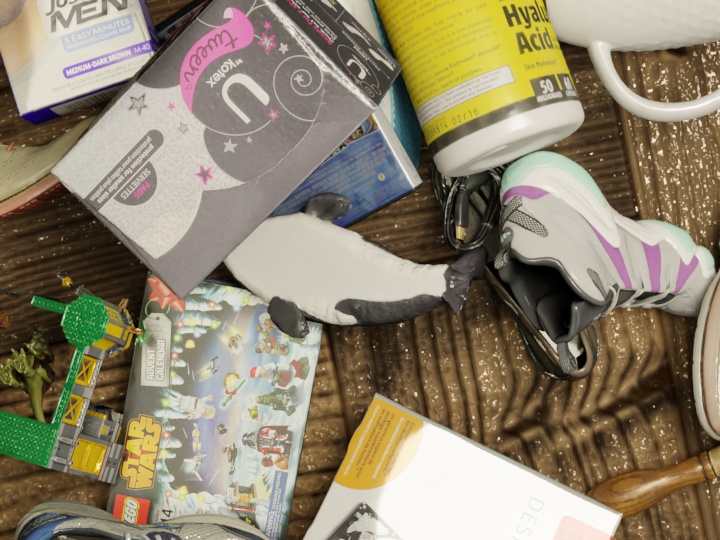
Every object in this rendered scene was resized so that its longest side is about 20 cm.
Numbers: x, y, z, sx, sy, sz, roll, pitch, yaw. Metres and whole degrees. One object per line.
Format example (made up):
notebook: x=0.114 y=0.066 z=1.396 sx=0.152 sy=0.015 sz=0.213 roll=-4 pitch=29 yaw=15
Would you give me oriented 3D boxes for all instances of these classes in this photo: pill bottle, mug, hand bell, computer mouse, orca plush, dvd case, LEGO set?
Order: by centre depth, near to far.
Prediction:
pill bottle: x=0.073 y=-0.176 z=1.367 sx=0.111 sy=0.111 sz=0.201 roll=-21 pitch=84 yaw=-1
mug: x=0.215 y=-0.205 z=1.391 sx=0.175 sy=0.148 sz=0.201 roll=-12 pitch=83 yaw=1
orca plush: x=0.000 y=0.000 z=1.408 sx=0.199 sy=0.071 sz=0.106 roll=-6 pitch=75 yaw=23
LEGO set: x=-0.240 y=0.075 z=1.415 sx=0.199 sy=0.116 sz=0.154 roll=5 pitch=79 yaw=22
dvd case: x=-0.057 y=-0.119 z=1.418 sx=0.142 sy=0.018 sz=0.200 roll=-27 pitch=94 yaw=36
computer mouse: x=0.073 y=-0.112 z=1.425 sx=0.058 sy=0.034 sz=0.201 roll=-6 pitch=76 yaw=2
hand bell: x=0.253 y=0.149 z=1.457 sx=0.200 sy=0.104 sz=0.104 roll=-22 pitch=93 yaw=12

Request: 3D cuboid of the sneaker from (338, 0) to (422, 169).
sneaker: x=-0.009 y=-0.147 z=1.435 sx=0.081 sy=0.076 sz=0.201 roll=-14 pitch=94 yaw=18

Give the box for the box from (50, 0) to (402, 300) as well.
box: x=-0.091 y=-0.103 z=1.326 sx=0.132 sy=0.115 sz=0.200 roll=44 pitch=110 yaw=-8

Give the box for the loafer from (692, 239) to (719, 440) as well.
loafer: x=0.289 y=0.025 z=1.411 sx=0.072 sy=0.063 sz=0.201 roll=34 pitch=61 yaw=-38

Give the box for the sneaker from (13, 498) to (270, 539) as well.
sneaker: x=-0.154 y=0.214 z=1.396 sx=0.199 sy=0.085 sz=0.077 roll=5 pitch=93 yaw=0

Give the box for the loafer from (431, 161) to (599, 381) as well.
loafer: x=0.121 y=-0.008 z=1.443 sx=0.072 sy=0.063 sz=0.200 roll=-31 pitch=93 yaw=1

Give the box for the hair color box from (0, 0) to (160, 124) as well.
hair color box: x=-0.221 y=-0.219 z=1.415 sx=0.109 sy=0.065 sz=0.201 roll=-18 pitch=87 yaw=2

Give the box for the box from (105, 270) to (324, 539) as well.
box: x=-0.108 y=0.108 z=1.454 sx=0.136 sy=0.040 sz=0.201 roll=10 pitch=93 yaw=-1

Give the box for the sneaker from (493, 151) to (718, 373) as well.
sneaker: x=0.172 y=0.019 z=1.397 sx=0.200 sy=0.078 sz=0.140 roll=29 pitch=54 yaw=-19

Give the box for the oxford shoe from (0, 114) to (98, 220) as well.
oxford shoe: x=-0.269 y=-0.071 z=1.427 sx=0.200 sy=0.071 sz=0.074 roll=-29 pitch=89 yaw=-1

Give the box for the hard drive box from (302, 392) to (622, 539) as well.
hard drive box: x=0.065 y=0.204 z=1.416 sx=0.200 sy=0.077 sz=0.156 roll=25 pitch=78 yaw=3
